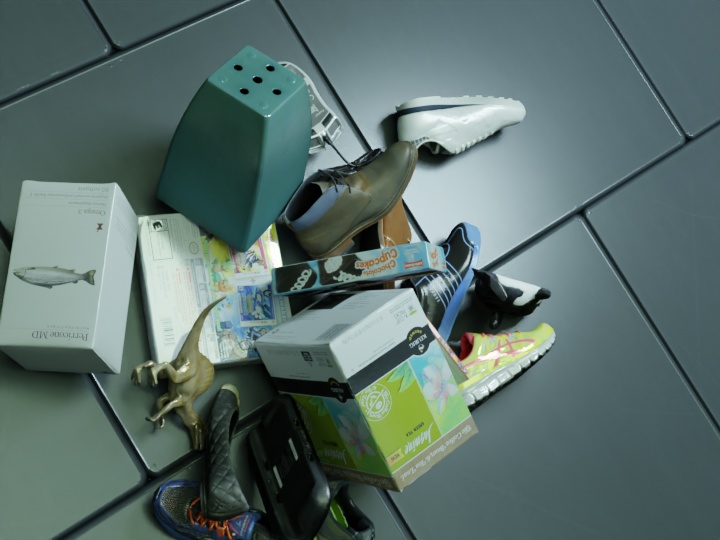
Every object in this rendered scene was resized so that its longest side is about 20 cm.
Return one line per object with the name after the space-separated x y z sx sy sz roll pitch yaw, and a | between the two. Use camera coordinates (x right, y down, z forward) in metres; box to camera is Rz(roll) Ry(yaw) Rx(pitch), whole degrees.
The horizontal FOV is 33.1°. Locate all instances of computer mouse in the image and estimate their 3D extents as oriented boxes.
-0.063 -0.196 1.638 0.109 0.044 0.201 -35 81 -13 | computer mouse

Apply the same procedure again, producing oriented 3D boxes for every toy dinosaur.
-0.215 0.120 1.443 0.101 0.058 0.202 -9 116 -38 | toy dinosaur

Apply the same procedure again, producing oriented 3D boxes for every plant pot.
-0.145 -0.161 1.485 0.141 0.201 0.141 32 48 10 | plant pot

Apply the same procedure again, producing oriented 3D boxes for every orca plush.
0.195 0.047 1.613 0.104 0.200 0.072 13 89 12 | orca plush

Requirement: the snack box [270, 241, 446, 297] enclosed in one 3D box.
0.000 0.000 1.512 0.198 0.116 0.037 -10 86 14 | snack box

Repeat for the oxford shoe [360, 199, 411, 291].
0.038 -0.030 1.619 0.071 0.071 0.202 8 70 -26 | oxford shoe

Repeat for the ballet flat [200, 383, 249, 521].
-0.155 0.215 1.433 0.056 0.067 0.201 -2 42 0 | ballet flat

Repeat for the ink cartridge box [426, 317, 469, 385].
0.074 0.106 1.513 0.050 0.200 0.109 -37 88 -29 | ink cartridge box

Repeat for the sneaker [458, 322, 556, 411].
0.179 0.111 1.625 0.199 0.078 0.091 -29 75 -30 | sneaker

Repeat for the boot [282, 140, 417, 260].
-0.013 -0.103 1.561 0.200 0.097 0.075 -49 50 1 | boot

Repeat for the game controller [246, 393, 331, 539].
-0.084 0.236 1.417 0.042 0.105 0.200 23 24 -34 | game controller

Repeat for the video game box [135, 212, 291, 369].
-0.184 0.023 1.526 0.181 0.047 0.202 -6 76 -20 | video game box

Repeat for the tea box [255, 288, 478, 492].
0.005 0.139 1.451 0.133 0.200 0.198 -33 103 -27 | tea box

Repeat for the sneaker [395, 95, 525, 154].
0.143 -0.204 1.722 0.198 0.076 0.081 -6 87 -18 | sneaker

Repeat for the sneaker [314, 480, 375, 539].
-0.013 0.344 1.459 0.074 0.081 0.201 -22 83 -47 | sneaker

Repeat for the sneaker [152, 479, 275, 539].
-0.150 0.297 1.431 0.199 0.078 0.076 24 65 -13 | sneaker

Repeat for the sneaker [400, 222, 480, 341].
0.099 0.013 1.626 0.078 0.070 0.201 28 66 -18 | sneaker

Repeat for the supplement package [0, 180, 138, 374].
-0.337 0.010 1.413 0.116 0.117 0.202 2 71 4 | supplement package
